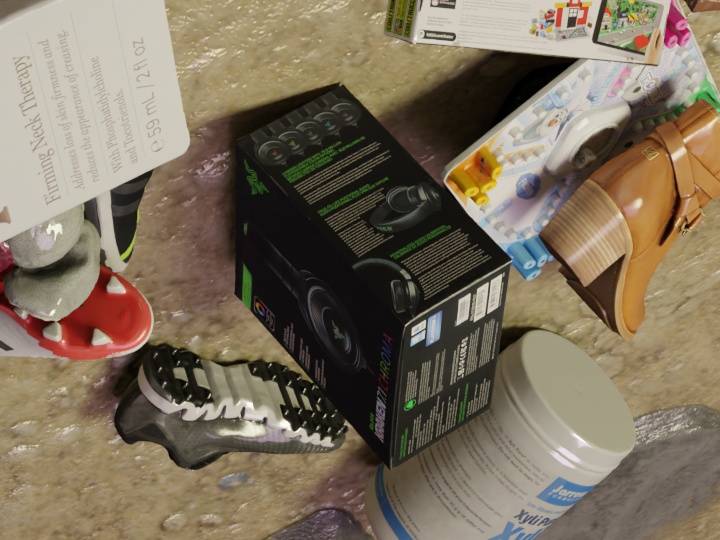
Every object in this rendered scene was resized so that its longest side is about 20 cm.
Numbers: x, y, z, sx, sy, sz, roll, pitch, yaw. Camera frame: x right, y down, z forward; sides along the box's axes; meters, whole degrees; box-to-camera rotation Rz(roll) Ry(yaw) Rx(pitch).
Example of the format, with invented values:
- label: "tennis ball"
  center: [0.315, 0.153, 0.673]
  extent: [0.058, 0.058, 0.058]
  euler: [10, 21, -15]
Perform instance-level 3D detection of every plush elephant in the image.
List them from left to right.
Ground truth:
- label: "plush elephant"
  center: [-0.242, -0.035, 1.522]
  extent: [0.155, 0.200, 0.165]
  euler: [-29, 143, -27]

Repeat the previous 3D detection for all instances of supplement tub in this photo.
- label: "supplement tub"
  center: [0.110, 0.157, 2.011]
  extent: [0.132, 0.132, 0.200]
  euler: [16, 130, -44]

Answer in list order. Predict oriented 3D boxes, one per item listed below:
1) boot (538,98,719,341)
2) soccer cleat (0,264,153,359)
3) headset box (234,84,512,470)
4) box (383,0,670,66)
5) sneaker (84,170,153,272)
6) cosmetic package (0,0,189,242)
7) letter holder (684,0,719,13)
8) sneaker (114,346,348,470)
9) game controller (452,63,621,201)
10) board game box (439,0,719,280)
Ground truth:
- label: "boot"
  center: [0.217, -0.034, 1.800]
  extent: [0.155, 0.074, 0.200]
  euler: [-42, 158, -1]
- label: "soccer cleat"
  center: [-0.225, 0.026, 1.629]
  extent: [0.200, 0.069, 0.085]
  euler: [6, 160, 13]
- label: "headset box"
  center: [0.000, 0.000, 1.680]
  extent: [0.093, 0.200, 0.174]
  euler: [-29, 150, -23]
- label: "box"
  center: [0.114, -0.192, 1.579]
  extent: [0.200, 0.035, 0.110]
  euler: [2, 102, -34]
- label: "sneaker"
  center: [-0.148, -0.072, 1.595]
  extent: [0.083, 0.072, 0.200]
  euler: [-19, 146, -13]
- label: "cosmetic package"
  center: [-0.224, -0.126, 1.361]
  extent: [0.200, 0.166, 0.167]
  euler: [-27, 146, -15]
- label: "letter holder"
  center: [0.214, -0.271, 1.437]
  extent: [0.100, 0.200, 0.142]
  euler: [-7, 142, -24]
- label: "sneaker"
  center: [-0.103, 0.113, 1.881]
  extent: [0.200, 0.067, 0.091]
  euler: [15, 132, -39]
- label: "game controller"
  center: [0.122, -0.075, 1.799]
  extent: [0.104, 0.042, 0.200]
  euler: [-16, 148, -38]
- label: "board game box"
  center: [0.165, -0.088, 1.751]
  extent: [0.200, 0.026, 0.200]
  euler: [-38, 155, 2]
